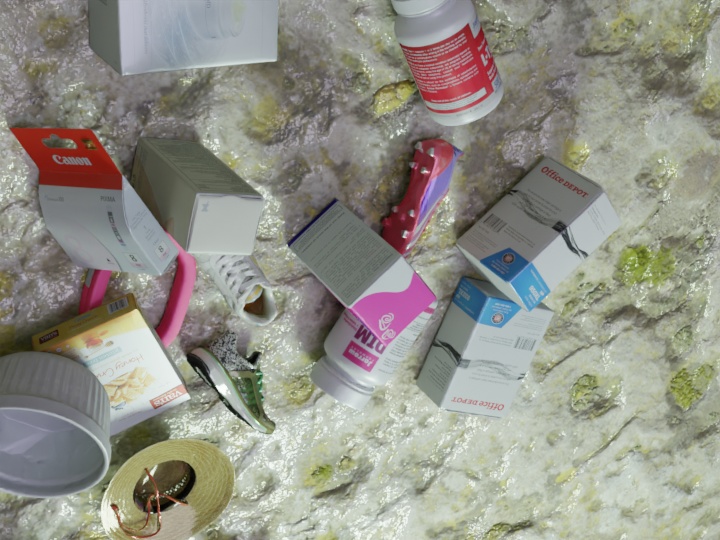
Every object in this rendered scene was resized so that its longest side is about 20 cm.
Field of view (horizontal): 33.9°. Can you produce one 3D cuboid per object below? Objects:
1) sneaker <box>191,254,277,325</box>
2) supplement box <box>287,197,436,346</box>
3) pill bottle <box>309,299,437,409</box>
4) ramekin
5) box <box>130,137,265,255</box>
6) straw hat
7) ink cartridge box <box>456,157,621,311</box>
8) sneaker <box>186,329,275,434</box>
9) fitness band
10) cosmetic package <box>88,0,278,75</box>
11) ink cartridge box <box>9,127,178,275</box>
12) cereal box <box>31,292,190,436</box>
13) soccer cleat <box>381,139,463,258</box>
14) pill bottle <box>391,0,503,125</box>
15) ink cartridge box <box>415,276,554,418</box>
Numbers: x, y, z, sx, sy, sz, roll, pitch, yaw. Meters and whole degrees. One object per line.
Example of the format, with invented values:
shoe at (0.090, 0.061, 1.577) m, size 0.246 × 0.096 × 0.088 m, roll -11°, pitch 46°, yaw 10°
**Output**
sneaker at (-0.166, -0.002, 1.583) m, size 0.076 × 0.081 × 0.200 m, roll -41°, pitch 142°, yaw -9°
supplement box at (0.000, 0.000, 1.630) m, size 0.103 × 0.200 × 0.101 m, roll -44°, pitch 128°, yaw -4°
pill bottle at (0.017, 0.098, 1.746) m, size 0.113 × 0.113 × 0.200 m, roll 27°, pitch 99°, yaw -37°
ramekin at (-0.413, 0.193, 1.504) m, size 0.200 × 0.105 × 0.200 m, roll 1°, pitch 136°, yaw 1°
box at (-0.206, -0.094, 1.459) m, size 0.095 × 0.200 × 0.078 m, roll 2°, pitch 113°, yaw -32°
straw hat at (-0.286, 0.298, 1.690) m, size 0.201 × 0.085 × 0.201 m, roll -11°, pitch 121°, yaw -19°
ink cartridge box at (0.270, -0.057, 1.786) m, size 0.200 × 0.145 × 0.084 m, roll -43°, pitch 130°, yaw -4°
sneaker at (-0.163, 0.161, 1.704) m, size 0.089 × 0.077 × 0.200 m, roll -45°, pitch 131°, yaw -14°
fitness band at (-0.296, 0.032, 1.576) m, size 0.144 × 0.037 × 0.200 m, roll 7°, pitch 111°, yaw -33°
cosmetic package at (-0.206, -0.346, 1.378) m, size 0.200 × 0.123 × 0.200 m, roll -12°, pitch 120°, yaw -27°
ink cartridge box at (-0.332, -0.080, 1.419) m, size 0.057 × 0.162 × 0.200 m, roll -60°, pitch 136°, yaw -28°
cereal box at (-0.328, 0.132, 1.573) m, size 0.144 × 0.040 × 0.200 m, roll -25°, pitch 134°, yaw -3°
soccer cleat at (0.090, -0.096, 1.723) m, size 0.076 × 0.067 × 0.200 m, roll 9°, pitch 107°, yaw -38°
pill bottle at (0.113, -0.305, 1.594) m, size 0.112 × 0.112 × 0.200 m, roll -36°, pitch 127°, yaw -10°
ink cartridge box at (0.198, 0.125, 1.887) m, size 0.145 × 0.084 × 0.200 m, roll 12°, pitch 107°, yaw -35°
